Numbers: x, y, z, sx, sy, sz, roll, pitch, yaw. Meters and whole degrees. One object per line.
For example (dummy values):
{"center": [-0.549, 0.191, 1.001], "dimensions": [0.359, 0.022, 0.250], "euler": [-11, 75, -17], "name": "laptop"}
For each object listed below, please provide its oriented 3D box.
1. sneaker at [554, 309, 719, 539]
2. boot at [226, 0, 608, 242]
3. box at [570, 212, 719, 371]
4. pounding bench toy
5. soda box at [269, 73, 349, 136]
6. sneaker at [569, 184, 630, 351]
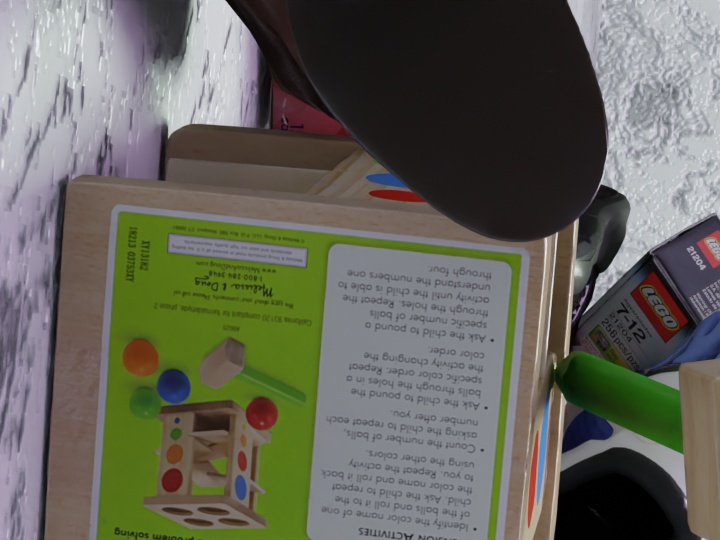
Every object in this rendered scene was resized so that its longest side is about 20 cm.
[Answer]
{"center": [0.083, 0.088, 1.013], "dimensions": [0.115, 0.081, 0.199], "euler": [-37, 174, -28], "name": "sneaker"}
{"center": [0.005, -0.061, 0.784], "dimensions": [0.186, 0.064, 0.200], "euler": [55, -5, 15], "name": "boot"}
{"center": [0.154, 0.087, 1.063], "dimensions": [0.200, 0.035, 0.110], "euler": [56, -27, 10], "name": "box"}
{"center": [0.029, 0.035, 0.802], "dimensions": [0.156, 0.200, 0.124], "euler": [-45, 140, -77], "name": "pounding bench toy"}
{"center": [0.006, -0.141, 0.995], "dimensions": [0.063, 0.070, 0.200], "euler": [-76, 169, -61], "name": "soda box"}
{"center": [0.038, 0.022, 1.010], "dimensions": [0.199, 0.076, 0.114], "euler": [-22, 133, -74], "name": "sneaker"}
